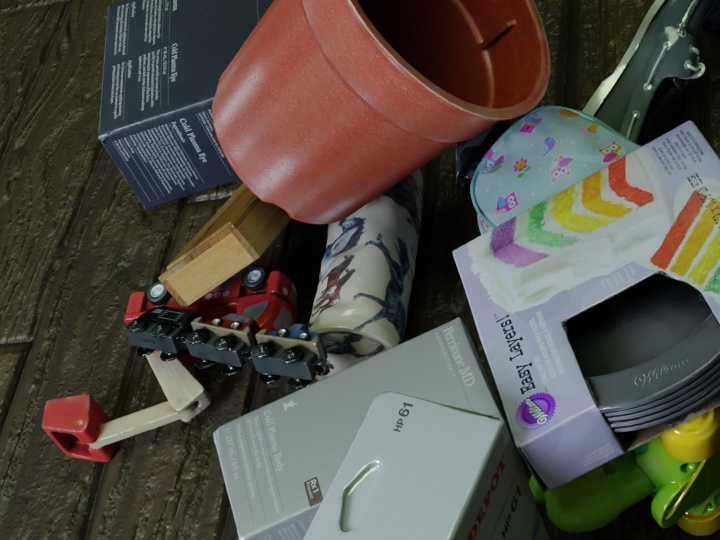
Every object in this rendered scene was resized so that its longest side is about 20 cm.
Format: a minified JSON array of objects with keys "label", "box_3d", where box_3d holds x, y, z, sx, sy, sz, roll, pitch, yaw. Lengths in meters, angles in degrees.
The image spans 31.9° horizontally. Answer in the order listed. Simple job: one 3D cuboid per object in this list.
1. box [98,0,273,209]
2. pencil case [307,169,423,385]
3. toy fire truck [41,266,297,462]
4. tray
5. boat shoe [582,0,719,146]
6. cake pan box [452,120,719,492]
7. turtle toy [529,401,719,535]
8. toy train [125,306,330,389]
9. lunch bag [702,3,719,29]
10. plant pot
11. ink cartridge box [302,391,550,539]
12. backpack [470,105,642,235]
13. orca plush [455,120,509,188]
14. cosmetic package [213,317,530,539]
[{"label":"box","box_3d":[-0.145,-0.185,1.210,0.179,0.105,0.202,-17,47,11]},{"label":"pencil case","box_3d":[0.000,0.000,1.007,0.088,0.078,0.202,-19,44,31]},{"label":"toy fire truck","box_3d":[-0.151,0.077,1.028,0.197,0.049,0.143,-8,49,17]},{"label":"tray","box_3d":[-0.082,-0.056,1.046,0.098,0.037,0.201,-32,16,38]},{"label":"boat shoe","box_3d":[0.245,-0.162,1.006,0.062,0.073,0.201,41,105,25]},{"label":"cake pan box","box_3d":[0.160,0.018,0.759,0.182,0.052,0.201,-30,36,14]},{"label":"turtle toy","box_3d":[0.194,0.092,0.790,0.200,0.146,0.101,-42,53,-14]},{"label":"toy train","box_3d":[-0.099,0.054,0.957,0.198,0.035,0.046,8,37,37]},{"label":"lunch bag","box_3d":[0.365,-0.311,1.051,0.148,0.094,0.203,7,79,29]},{"label":"plant pot","box_3d":[0.002,-0.145,0.919,0.195,0.199,0.203,-38,33,42]},{"label":"ink cartridge box","box_3d":[0.044,0.189,0.740,0.084,0.201,0.146,10,56,30]},{"label":"backpack","box_3d":[0.175,-0.029,0.921,0.166,0.127,0.200,-40,44,-8]},{"label":"orca plush","box_3d":[0.113,-0.120,1.029,0.070,0.200,0.107,1,94,4]},{"label":"cosmetic package","box_3d":[0.009,0.130,0.887,0.198,0.091,0.107,-28,43,4]}]
